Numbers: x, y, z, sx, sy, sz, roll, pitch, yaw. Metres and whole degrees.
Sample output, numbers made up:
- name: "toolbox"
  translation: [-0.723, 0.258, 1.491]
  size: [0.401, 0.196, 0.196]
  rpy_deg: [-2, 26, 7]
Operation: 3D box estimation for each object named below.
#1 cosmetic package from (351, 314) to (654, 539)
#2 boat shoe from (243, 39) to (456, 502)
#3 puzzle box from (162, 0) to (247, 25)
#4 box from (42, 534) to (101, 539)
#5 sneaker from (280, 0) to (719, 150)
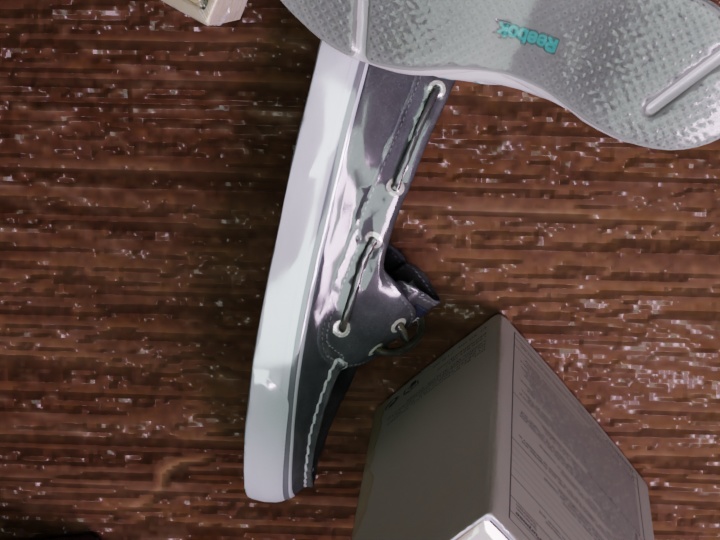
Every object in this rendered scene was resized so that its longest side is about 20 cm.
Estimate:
- name: "cosmetic package"
  translation: [0.055, 0.104, 0.805]
  size: [0.073, 0.200, 0.104]
  rpy_deg: [-38, 100, 16]
- name: "boat shoe"
  translation: [0.000, 0.000, 0.852]
  size: [0.066, 0.070, 0.201]
  rpy_deg: [12, 100, 3]
- name: "puzzle box"
  translation: [-0.068, -0.204, 0.772]
  size: [0.133, 0.025, 0.201]
  rpy_deg: [29, 113, 17]
- name: "box"
  translation: [-0.198, 0.223, 0.883]
  size: [0.199, 0.166, 0.165]
  rpy_deg: [-7, 108, 6]
- name: "sneaker"
  translation: [0.050, -0.100, 0.807]
  size: [0.199, 0.080, 0.071]
  rpy_deg: [24, 106, 5]
